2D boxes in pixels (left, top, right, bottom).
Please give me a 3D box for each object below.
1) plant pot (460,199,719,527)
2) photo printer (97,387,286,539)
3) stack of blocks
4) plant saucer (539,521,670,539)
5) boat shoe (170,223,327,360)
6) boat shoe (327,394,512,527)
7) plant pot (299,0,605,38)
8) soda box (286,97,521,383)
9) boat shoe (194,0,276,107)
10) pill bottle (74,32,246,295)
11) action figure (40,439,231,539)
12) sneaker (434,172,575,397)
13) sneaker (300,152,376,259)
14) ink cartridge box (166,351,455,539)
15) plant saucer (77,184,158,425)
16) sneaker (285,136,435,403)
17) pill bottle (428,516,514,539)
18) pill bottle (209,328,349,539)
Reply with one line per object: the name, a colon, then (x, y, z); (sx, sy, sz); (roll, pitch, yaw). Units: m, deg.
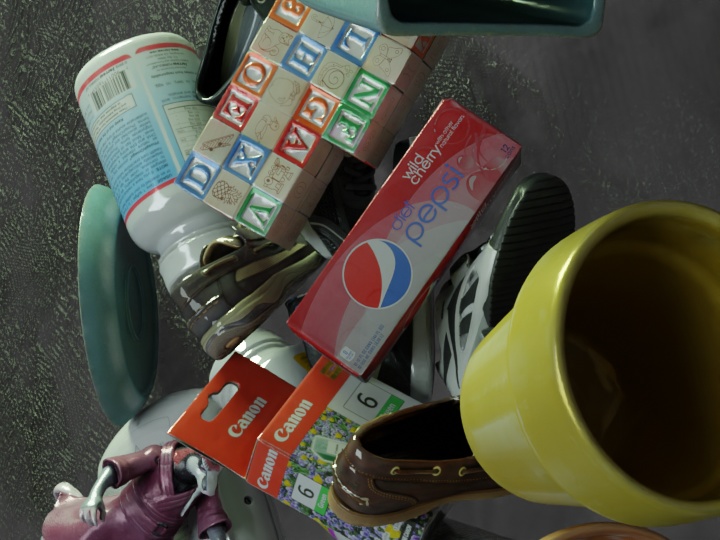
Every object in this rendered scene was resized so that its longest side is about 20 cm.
plant pot: (0.165, 0.075, 1.544); (0.189, 0.200, 0.202); (-31, 70, 60)
photo printer: (-0.141, 0.205, 1.972); (0.166, 0.069, 0.201); (-35, 68, 43)
stack of blocks: (-0.035, -0.119, 1.749); (0.115, 0.059, 0.201); (30, 90, 21)
plant saucer: (0.149, 0.263, 1.569); (0.037, 0.199, 0.201); (-165, 75, -64)
boat shoe: (-0.082, -0.004, 1.798); (0.073, 0.200, 0.074); (47, 116, -1)
boat shoe: (0.070, 0.119, 1.628); (0.070, 0.199, 0.071); (46, 138, 33)
plant pot: (0.038, -0.267, 1.650); (0.200, 0.196, 0.197); (14, 104, 53)
soda box: (0.033, -0.021, 1.679); (0.070, 0.063, 0.200); (34, 86, 7)
boat shoe: (-0.084, -0.214, 1.873); (0.075, 0.066, 0.200); (48, 127, 34)
pill bottle: (-0.152, -0.084, 1.930); (0.109, 0.108, 0.201); (-40, 64, 42)
action figure: (-0.161, 0.193, 1.896); (0.200, 0.134, 0.149); (-47, 16, 24)
sneaker: (0.091, 0.010, 1.693); (0.088, 0.074, 0.201); (42, 127, 42)
sneaker: (-0.017, -0.104, 1.805); (0.086, 0.080, 0.201); (-22, 83, 36)
ink cartridge box: (-0.024, 0.118, 1.684); (0.199, 0.109, 0.050); (28, 133, 10)
plant saucer: (-0.197, 0.028, 1.963); (0.027, 0.200, 0.201); (-5, 90, 8)
sneaker: (0.000, 0.000, 1.748); (0.073, 0.111, 0.201); (60, -149, -86)
pill bottle: (0.080, 0.240, 1.670); (0.200, 0.113, 0.114); (9, 100, 60)
pill bottle: (-0.031, 0.125, 1.817); (0.200, 0.104, 0.105); (39, 121, 39)
